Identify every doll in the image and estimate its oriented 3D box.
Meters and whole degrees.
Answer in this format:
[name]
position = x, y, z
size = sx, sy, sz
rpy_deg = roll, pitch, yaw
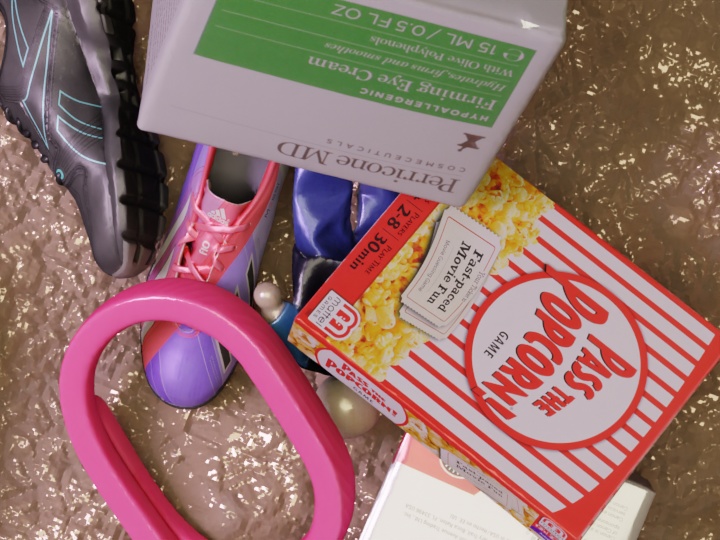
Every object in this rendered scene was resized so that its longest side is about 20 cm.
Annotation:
[doll]
position = 0.000, 0.000, 1.728
size = 0.136, 0.048, 0.200
rpy_deg = -1, 100, -25

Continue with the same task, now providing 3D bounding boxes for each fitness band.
[fitness band]
position = -0.089, 0.098, 1.718
size = 0.144, 0.037, 0.200
rpy_deg = -27, 102, 27

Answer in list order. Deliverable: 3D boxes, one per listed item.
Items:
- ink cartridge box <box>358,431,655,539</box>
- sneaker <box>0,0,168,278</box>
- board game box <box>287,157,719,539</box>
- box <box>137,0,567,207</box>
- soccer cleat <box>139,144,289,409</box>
[ink cartridge box]
position = 0.065, 0.187, 1.720
size = 0.147, 0.083, 0.200
rpy_deg = 24, 92, 3
[sneaker]
position = -0.164, -0.089, 1.739
size = 0.079, 0.075, 0.200
rpy_deg = -14, 78, 15
[board game box]
position = 0.084, 0.040, 1.668
size = 0.200, 0.046, 0.152
rpy_deg = 38, 71, 6
[box]
position = -0.002, -0.176, 1.617
size = 0.199, 0.171, 0.200
rpy_deg = 13, 56, -12
[soccer cleat]
position = -0.085, -0.016, 1.729
size = 0.068, 0.073, 0.200
rpy_deg = 18, 92, 3
